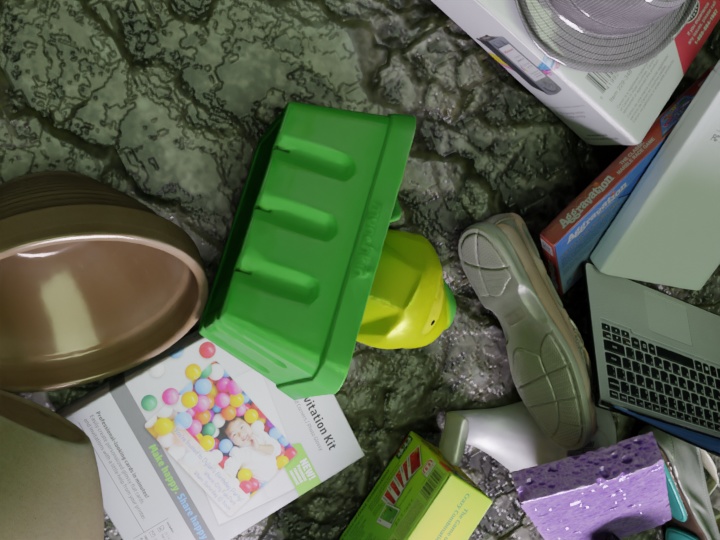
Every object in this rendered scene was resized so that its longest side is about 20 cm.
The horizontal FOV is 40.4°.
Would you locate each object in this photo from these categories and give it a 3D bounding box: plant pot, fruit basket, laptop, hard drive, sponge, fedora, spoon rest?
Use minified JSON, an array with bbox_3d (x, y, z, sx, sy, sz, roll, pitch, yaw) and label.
[{"bbox_3d":[-0.211,-0.003,0.676,0.198,0.202,0.094,-14,63,-14],"label":"plant pot"},{"bbox_3d":[-0.255,0.158,0.663,0.198,0.200,0.136,27,85,-18],"label":"plant pot"},{"bbox_3d":[0.000,0.000,0.722,0.212,0.155,0.220,3,80,-19],"label":"fruit basket"},{"bbox_3d":[0.290,0.086,0.783,0.185,0.116,0.203,19,57,-29],"label":"laptop"},{"bbox_3d":[0.291,-0.075,0.808,0.130,0.027,0.202,8,124,-32],"label":"hard drive"},{"bbox_3d":[0.195,0.188,0.801,0.110,0.030,0.200,-20,149,9],"label":"sponge"},{"bbox_3d":[0.195,-0.246,0.687,0.174,0.090,0.204,5,95,-18],"label":"fedora"},{"bbox_3d":[0.147,0.148,0.855,0.197,0.060,0.101,12,94,-31],"label":"spoon rest"}]

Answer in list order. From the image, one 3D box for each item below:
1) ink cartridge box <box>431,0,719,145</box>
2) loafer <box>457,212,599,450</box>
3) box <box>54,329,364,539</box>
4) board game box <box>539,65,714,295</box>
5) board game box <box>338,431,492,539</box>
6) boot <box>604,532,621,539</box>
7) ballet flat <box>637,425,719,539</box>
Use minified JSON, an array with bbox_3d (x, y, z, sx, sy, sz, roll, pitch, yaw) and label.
[{"bbox_3d":[0.172,-0.217,0.776,0.199,0.086,0.149,37,86,-17],"label":"ink cartridge box"},{"bbox_3d":[0.152,0.045,0.808,0.062,0.072,0.202,-26,89,-37],"label":"loafer"},{"bbox_3d":[-0.116,0.130,0.776,0.198,0.041,0.158,-29,106,-11],"label":"box"},{"bbox_3d":[0.230,-0.072,0.820,0.200,0.103,0.019,-43,63,-6],"label":"board game box"},{"bbox_3d":[0.018,0.243,0.802,0.047,0.102,0.201,35,89,-18],"label":"board game box"},{"bbox_3d":[0.210,0.337,0.857,0.157,0.079,0.212,-40,132,-7],"label":"boot"},{"bbox_3d":[0.312,0.225,0.905,0.063,0.067,0.203,-26,106,-18],"label":"ballet flat"}]
